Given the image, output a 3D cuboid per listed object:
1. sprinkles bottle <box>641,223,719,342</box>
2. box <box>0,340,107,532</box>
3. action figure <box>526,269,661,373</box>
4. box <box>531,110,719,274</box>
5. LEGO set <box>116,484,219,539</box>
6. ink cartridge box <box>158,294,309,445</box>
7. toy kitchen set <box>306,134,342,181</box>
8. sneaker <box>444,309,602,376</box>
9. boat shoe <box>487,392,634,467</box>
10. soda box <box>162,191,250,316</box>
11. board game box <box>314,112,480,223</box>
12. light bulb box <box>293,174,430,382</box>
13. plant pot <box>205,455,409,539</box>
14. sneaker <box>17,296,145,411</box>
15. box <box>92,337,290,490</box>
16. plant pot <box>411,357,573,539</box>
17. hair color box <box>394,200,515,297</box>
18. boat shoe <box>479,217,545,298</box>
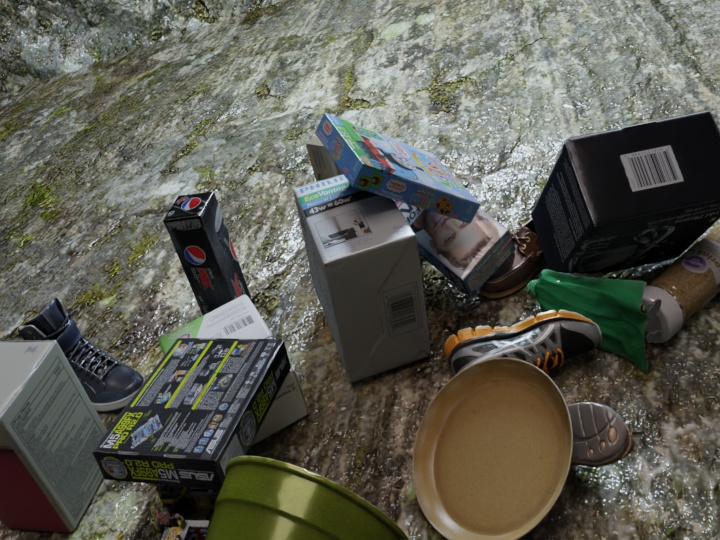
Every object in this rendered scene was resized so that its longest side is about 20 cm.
[{"bbox_3d":[0.432,0.013,0.920,0.198,0.070,0.068,-33,39,-24],"label":"sprinkles bottle"},{"bbox_3d":[-0.405,0.203,0.863,0.106,0.204,0.129,-2,36,16],"label":"box"},{"bbox_3d":[0.293,0.043,0.919,0.054,0.122,0.198,-18,24,-30],"label":"action figure"},{"bbox_3d":[0.353,-0.089,0.936,0.194,0.197,0.127,-12,70,-4],"label":"box"},{"bbox_3d":[-0.196,0.278,0.757,0.150,0.118,0.202,2,38,22],"label":"LEGO set"},{"bbox_3d":[-0.176,0.142,0.959,0.143,0.086,0.200,-26,37,-14],"label":"ink cartridge box"},{"bbox_3d":[0.003,-0.112,1.150,0.196,0.184,0.163,15,46,34],"label":"toy kitchen set"},{"bbox_3d":[0.206,0.109,0.882,0.194,0.079,0.079,-14,48,8],"label":"sneaker"},{"bbox_3d":[0.206,0.183,0.781,0.197,0.071,0.078,0,69,46],"label":"boat shoe"},{"bbox_3d":[-0.232,-0.015,1.089,0.061,0.204,0.072,-4,36,13],"label":"soda box"},{"bbox_3d":[0.049,-0.137,0.952,0.196,0.037,0.152,14,28,-33],"label":"board game box"},{"bbox_3d":[0.000,0.000,0.972,0.121,0.202,0.202,-16,36,-7],"label":"light bulb box"},{"bbox_3d":[-0.076,0.308,0.634,0.195,0.203,0.196,7,52,27],"label":"plant pot"},{"bbox_3d":[-0.409,0.120,1.025,0.197,0.149,0.077,9,39,27],"label":"sneaker"},{"bbox_3d":[-0.186,0.156,0.816,0.156,0.045,0.201,-3,31,19],"label":"box"},{"bbox_3d":[0.141,0.194,0.757,0.197,0.027,0.204,-27,47,31],"label":"plant pot"},{"bbox_3d":[0.123,-0.064,1.045,0.100,0.061,0.199,-45,56,-4],"label":"hair color box"},{"bbox_3d":[0.247,-0.038,1.057,0.198,0.072,0.070,-37,45,-25],"label":"boat shoe"}]
